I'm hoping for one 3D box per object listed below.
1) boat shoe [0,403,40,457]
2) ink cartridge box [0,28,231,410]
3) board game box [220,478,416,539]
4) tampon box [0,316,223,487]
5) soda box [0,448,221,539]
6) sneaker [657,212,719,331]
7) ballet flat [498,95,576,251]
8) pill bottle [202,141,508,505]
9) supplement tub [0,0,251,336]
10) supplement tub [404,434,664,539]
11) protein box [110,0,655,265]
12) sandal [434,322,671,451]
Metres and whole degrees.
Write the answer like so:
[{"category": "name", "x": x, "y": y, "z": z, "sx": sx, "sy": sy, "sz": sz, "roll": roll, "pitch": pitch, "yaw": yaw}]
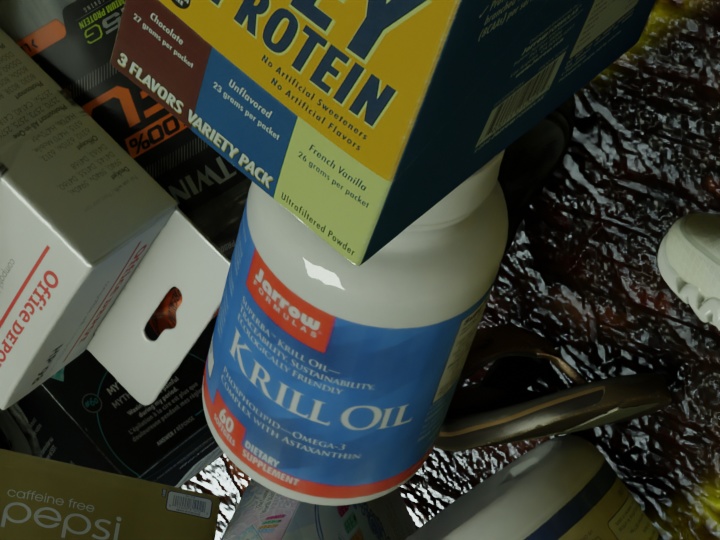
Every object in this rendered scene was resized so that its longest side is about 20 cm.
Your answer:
[{"category": "boat shoe", "x": -0.227, "y": 0.028, "z": 1.354, "sx": 0.200, "sy": 0.071, "sz": 0.064, "roll": 48, "pitch": 141, "yaw": -4}, {"category": "ink cartridge box", "x": -0.163, "y": -0.023, "z": 1.281, "sx": 0.200, "sy": 0.067, "sz": 0.116, "roll": 44, "pitch": 133, "yaw": 8}, {"category": "board game box", "x": -0.002, "y": 0.188, "z": 1.377, "sx": 0.043, "sy": 0.199, "sz": 0.201, "roll": -18, "pitch": 107, "yaw": 17}, {"category": "tampon box", "x": -0.154, "y": 0.025, "z": 1.445, "sx": 0.200, "sy": 0.150, "sz": 0.126, "roll": 48, "pitch": 141, "yaw": 7}, {"category": "soda box", "x": -0.170, "y": 0.127, "z": 1.315, "sx": 0.199, "sy": 0.064, "sz": 0.068, "roll": 13, "pitch": 139, "yaw": -6}, {"category": "sneaker", "x": 0.208, "y": -0.001, "z": 1.113, "sx": 0.199, "sy": 0.075, "sz": 0.082, "roll": 16, "pitch": 116, "yaw": 36}, {"category": "ballet flat", "x": 0.046, "y": -0.043, "z": 1.274, "sx": 0.066, "sy": 0.057, "sz": 0.200, "roll": 14, "pitch": 148, "yaw": -19}, {"category": "pill bottle", "x": 0.000, "y": 0.000, "z": 1.203, "sx": 0.112, "sy": 0.112, "sz": 0.201, "roll": 38, "pitch": 141, "yaw": 20}, {"category": "supplement tub", "x": -0.105, "y": -0.078, "z": 1.336, "sx": 0.122, "sy": 0.122, "sz": 0.201, "roll": -21, "pitch": 103, "yaw": 52}, {"category": "supplement tub", "x": 0.103, "y": 0.194, "z": 1.307, "sx": 0.200, "sy": 0.144, "sz": 0.144, "roll": 54, "pitch": 143, "yaw": 0}, {"category": "protein box", "x": 0.033, "y": -0.150, "z": 1.067, "sx": 0.135, "sy": 0.198, "sz": 0.200, "roll": 39, "pitch": 141, "yaw": 16}, {"category": "sandal", "x": 0.060, "y": 0.052, "z": 1.317, "sx": 0.200, "sy": 0.081, "sz": 0.055, "roll": -4, "pitch": 94, "yaw": 56}]
